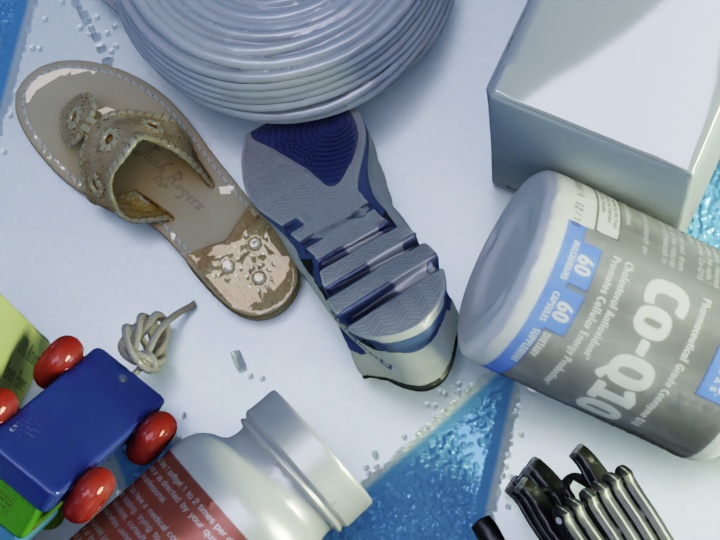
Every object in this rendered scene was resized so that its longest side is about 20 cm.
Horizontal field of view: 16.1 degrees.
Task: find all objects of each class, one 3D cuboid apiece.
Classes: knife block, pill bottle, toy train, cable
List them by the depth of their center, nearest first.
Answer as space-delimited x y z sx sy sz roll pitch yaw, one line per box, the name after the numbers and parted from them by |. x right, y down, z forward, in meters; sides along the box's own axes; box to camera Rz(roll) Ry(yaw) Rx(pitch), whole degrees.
0.164 0.035 1.394 0.200 0.114 0.114 24 81 -11 | pill bottle
0.140 0.202 1.405 0.064 0.175 0.200 -27 121 -34 | knife block
-0.094 0.163 1.406 0.200 0.112 0.112 -42 79 -4 | pill bottle
-0.160 0.099 1.438 0.085 0.200 0.116 39 123 5 | toy train
-0.045 -0.182 1.475 0.200 0.069 0.200 -33 63 -10 | cable

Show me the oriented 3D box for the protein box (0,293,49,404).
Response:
-0.288 0.084 1.390 0.135 0.199 0.200 24 81 8 | protein box

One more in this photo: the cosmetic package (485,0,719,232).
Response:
0.162 -0.136 1.405 0.123 0.199 0.200 24 81 8 | cosmetic package

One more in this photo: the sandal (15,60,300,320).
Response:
-0.118 -0.058 1.473 0.212 0.070 0.078 42 84 10 | sandal

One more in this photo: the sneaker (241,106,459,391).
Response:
0.000 0.000 1.452 0.080 0.115 0.200 -26 49 -4 | sneaker
